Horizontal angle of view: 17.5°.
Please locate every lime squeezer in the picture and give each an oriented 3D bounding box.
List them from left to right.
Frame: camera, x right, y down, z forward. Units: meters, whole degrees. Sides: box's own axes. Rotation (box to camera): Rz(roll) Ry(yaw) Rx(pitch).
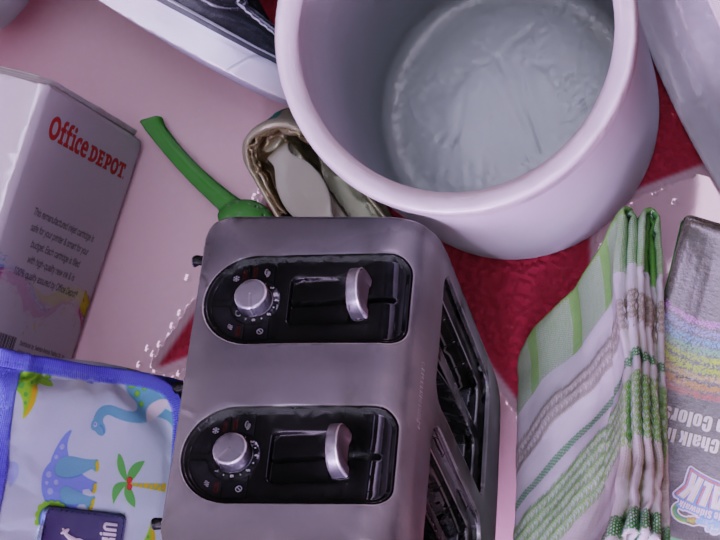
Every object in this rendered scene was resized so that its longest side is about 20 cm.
[{"bbox_3d":[-0.074,0.007,1.254,0.070,0.038,0.202,-11,81,11],"label":"lime squeezer"}]

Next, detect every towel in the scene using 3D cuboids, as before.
[{"bbox_3d":[0.101,0.084,1.115,0.030,0.149,0.201,17,48,-15],"label":"towel"}]

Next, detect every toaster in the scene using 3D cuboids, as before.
[{"bbox_3d":[-0.009,0.098,1.112,0.118,0.200,0.182,-3,55,16],"label":"toaster"}]

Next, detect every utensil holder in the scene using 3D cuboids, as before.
[{"bbox_3d":[0.061,-0.095,1.155,0.168,0.200,0.171,-2,81,11],"label":"utensil holder"}]

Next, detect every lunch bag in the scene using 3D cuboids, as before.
[{"bbox_3d":[-0.145,0.126,1.098,0.126,0.200,0.172,5,84,16],"label":"lunch bag"}]

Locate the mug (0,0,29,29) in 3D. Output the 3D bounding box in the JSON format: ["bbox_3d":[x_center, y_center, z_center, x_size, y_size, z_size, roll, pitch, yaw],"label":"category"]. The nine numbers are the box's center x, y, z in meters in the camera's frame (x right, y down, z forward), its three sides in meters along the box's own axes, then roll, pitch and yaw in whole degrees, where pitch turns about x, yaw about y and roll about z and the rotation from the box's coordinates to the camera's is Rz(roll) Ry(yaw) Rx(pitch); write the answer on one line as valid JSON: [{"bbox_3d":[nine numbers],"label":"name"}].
[{"bbox_3d":[-0.225,-0.221,1.236,0.147,0.200,0.177,14,102,10],"label":"mug"}]

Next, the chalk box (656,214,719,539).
[{"bbox_3d":[0.194,0.091,1.140,0.123,0.124,0.202,15,86,13],"label":"chalk box"}]

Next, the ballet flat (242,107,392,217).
[{"bbox_3d":[0.000,0.000,1.224,0.069,0.069,0.201,-35,77,6],"label":"ballet flat"}]

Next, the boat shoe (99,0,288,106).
[{"bbox_3d":[-0.085,-0.149,1.214,0.199,0.072,0.068,30,92,-3],"label":"boat shoe"}]

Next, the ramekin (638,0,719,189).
[{"bbox_3d":[0.204,-0.128,1.135,0.104,0.200,0.201,-23,78,-1],"label":"ramekin"}]

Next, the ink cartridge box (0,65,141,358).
[{"bbox_3d":[-0.202,-0.001,1.227,0.083,0.145,0.201,16,86,16],"label":"ink cartridge box"}]
